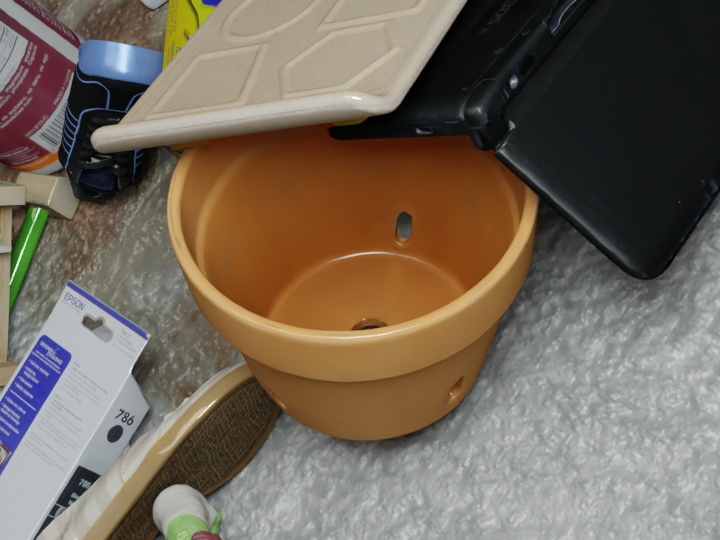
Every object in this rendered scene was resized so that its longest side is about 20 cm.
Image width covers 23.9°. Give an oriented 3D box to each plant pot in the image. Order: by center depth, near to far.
[{"bbox_3d":[0.000,0.000,0.954,0.198,0.141,0.201,-3,51,3],"label":"plant pot"}]

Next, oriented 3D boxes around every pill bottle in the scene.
[{"bbox_3d":[-0.282,-0.159,1.228,0.113,0.200,0.115,-16,58,28],"label":"pill bottle"}]

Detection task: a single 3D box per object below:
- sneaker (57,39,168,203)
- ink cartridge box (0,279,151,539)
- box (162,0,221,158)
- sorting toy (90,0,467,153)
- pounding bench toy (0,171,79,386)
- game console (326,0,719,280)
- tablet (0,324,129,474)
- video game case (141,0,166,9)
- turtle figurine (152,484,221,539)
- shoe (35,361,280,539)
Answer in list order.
[{"bbox_3d":[-0.167,-0.097,1.154,0.200,0.070,0.079,143,135,-76],"label":"sneaker"},{"bbox_3d":[-0.207,0.115,1.126,0.099,0.039,0.201,30,88,41],"label":"ink cartridge box"},{"bbox_3d":[-0.014,-0.166,1.093,0.191,0.122,0.202,-14,60,28],"label":"box"},{"bbox_3d":[-0.027,-0.119,0.924,0.184,0.037,0.200,-5,32,33],"label":"sorting toy"},{"bbox_3d":[-0.290,0.012,1.203,0.124,0.199,0.157,11,102,47],"label":"pounding bench toy"},{"bbox_3d":[0.110,-0.098,0.925,0.175,0.117,0.200,1,40,43],"label":"game console"},{"bbox_3d":[-0.241,0.125,1.178,0.199,0.014,0.131,-24,55,24],"label":"tablet"},{"bbox_3d":[-0.108,-0.320,1.304,0.199,0.023,0.183,-33,52,18],"label":"video game case"},{"bbox_3d":[-0.077,0.220,0.971,0.194,0.199,0.145,41,117,60],"label":"turtle figurine"},{"bbox_3d":[-0.129,0.124,1.059,0.200,0.070,0.053,-47,52,6],"label":"shoe"}]
